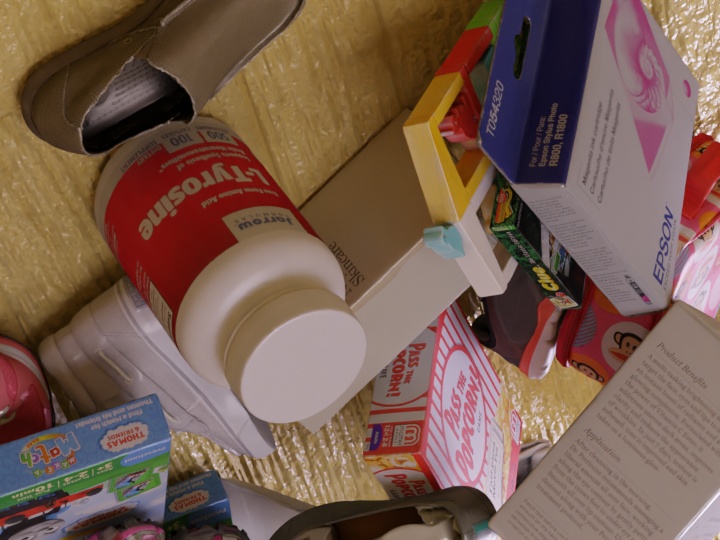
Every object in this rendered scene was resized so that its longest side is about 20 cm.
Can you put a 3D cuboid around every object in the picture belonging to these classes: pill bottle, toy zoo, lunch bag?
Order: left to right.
[{"bbox_3d":[-0.079,0.000,1.339,0.112,0.200,0.113,-19,134,-21],"label":"pill bottle"},{"bbox_3d":[0.082,-0.076,1.397,0.132,0.020,0.200,65,34,-26],"label":"toy zoo"},{"bbox_3d":[0.229,-0.014,1.580,0.200,0.082,0.177,-36,150,-52],"label":"lunch bag"}]

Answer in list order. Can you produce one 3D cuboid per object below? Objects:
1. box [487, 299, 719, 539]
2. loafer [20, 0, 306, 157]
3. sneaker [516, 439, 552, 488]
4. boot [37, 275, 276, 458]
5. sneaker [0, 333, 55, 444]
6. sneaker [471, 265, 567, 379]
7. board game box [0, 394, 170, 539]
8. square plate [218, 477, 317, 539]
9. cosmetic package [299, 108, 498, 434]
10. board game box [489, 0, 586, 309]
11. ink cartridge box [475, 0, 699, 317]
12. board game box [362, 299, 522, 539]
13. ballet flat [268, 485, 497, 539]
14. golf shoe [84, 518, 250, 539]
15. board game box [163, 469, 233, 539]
[{"bbox_3d":[0.205,0.134,1.481,0.200,0.106,0.152,-50,162,7],"label":"box"},{"bbox_3d":[-0.108,-0.128,1.309,0.199,0.068,0.076,-35,138,-4],"label":"loafer"},{"bbox_3d":[0.177,0.193,1.777,0.199,0.074,0.116,-7,132,-29],"label":"sneaker"},{"bbox_3d":[-0.140,0.083,1.476,0.095,0.074,0.200,-31,134,7],"label":"boot"},{"bbox_3d":[-0.255,0.070,1.349,0.073,0.087,0.201,-18,136,11],"label":"sneaker"},{"bbox_3d":[0.117,-0.001,1.559,0.077,0.081,0.201,-58,165,-45],"label":"sneaker"},{"bbox_3d":[-0.203,0.153,1.428,0.150,0.037,0.200,-18,161,-14],"label":"board game box"},{"bbox_3d":[-0.013,0.242,1.626,0.028,0.197,0.201,-54,150,-39],"label":"square plate"},{"bbox_3d":[0.000,0.000,1.468,0.200,0.104,0.073,-44,137,3],"label":"cosmetic package"},{"bbox_3d":[0.131,-0.086,1.438,0.023,0.201,0.105,-10,143,32],"label":"board game box"},{"bbox_3d":[0.156,-0.105,1.421,0.043,0.197,0.200,-10,141,33],"label":"ink cartridge box"},{"bbox_3d":[0.063,0.124,1.586,0.046,0.152,0.200,-6,143,21],"label":"board game box"},{"bbox_3d":[0.001,0.193,1.504,0.199,0.068,0.064,-18,-179,28],"label":"ballet flat"},{"bbox_3d":[-0.126,0.225,1.490,0.072,0.093,0.200,-31,162,20],"label":"golf shoe"},{"bbox_3d":[-0.161,0.252,1.613,0.150,0.037,0.201,-20,135,-15],"label":"board game box"}]
